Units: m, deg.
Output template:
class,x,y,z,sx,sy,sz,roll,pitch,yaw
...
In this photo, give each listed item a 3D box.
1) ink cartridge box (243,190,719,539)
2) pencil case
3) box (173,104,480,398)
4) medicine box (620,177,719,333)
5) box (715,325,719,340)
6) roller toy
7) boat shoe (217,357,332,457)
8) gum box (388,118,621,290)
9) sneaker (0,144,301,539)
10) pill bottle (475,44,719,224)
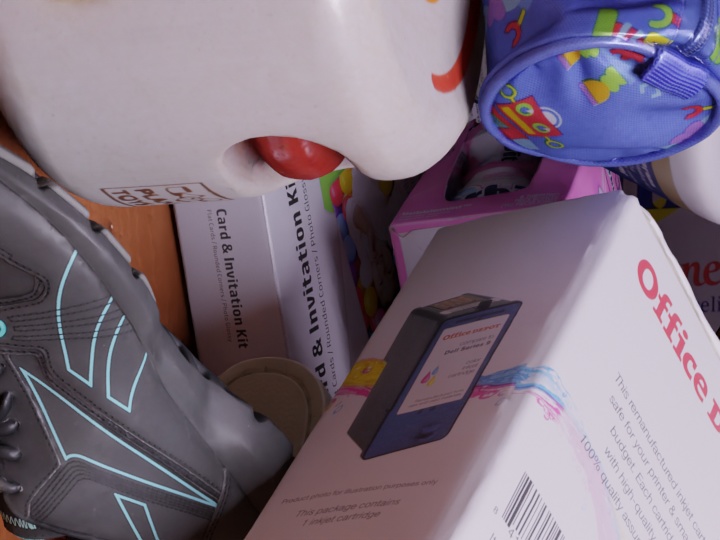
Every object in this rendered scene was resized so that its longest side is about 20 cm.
class,x,y,z,sx,sy,sz,roll,pitch,yaw
ink cartridge box,0.052,0.093,0.948,0.146,0.087,0.200,60,41,-26
pencil case,0.081,-0.136,0.967,0.078,0.087,0.201,18,63,-34
box,0.000,0.000,1.127,0.200,0.041,0.157,-29,113,-60
medicine box,0.146,-0.009,1.260,0.103,0.181,0.201,-30,114,-61
box,0.168,0.008,1.089,0.201,0.040,0.137,-62,180,25
roller toy,-0.046,-0.112,0.932,0.200,0.139,0.183,-75,154,-50
boat shoe,-0.044,0.132,0.988,0.066,0.074,0.200,49,47,-54
gum box,0.067,0.044,1.115,0.114,0.066,0.201,-59,141,-67
sneaker,-0.093,0.033,0.900,0.079,0.075,0.200,-47,120,-14
pill bottle,0.080,-0.102,1.071,0.111,0.200,0.111,-30,135,-35
